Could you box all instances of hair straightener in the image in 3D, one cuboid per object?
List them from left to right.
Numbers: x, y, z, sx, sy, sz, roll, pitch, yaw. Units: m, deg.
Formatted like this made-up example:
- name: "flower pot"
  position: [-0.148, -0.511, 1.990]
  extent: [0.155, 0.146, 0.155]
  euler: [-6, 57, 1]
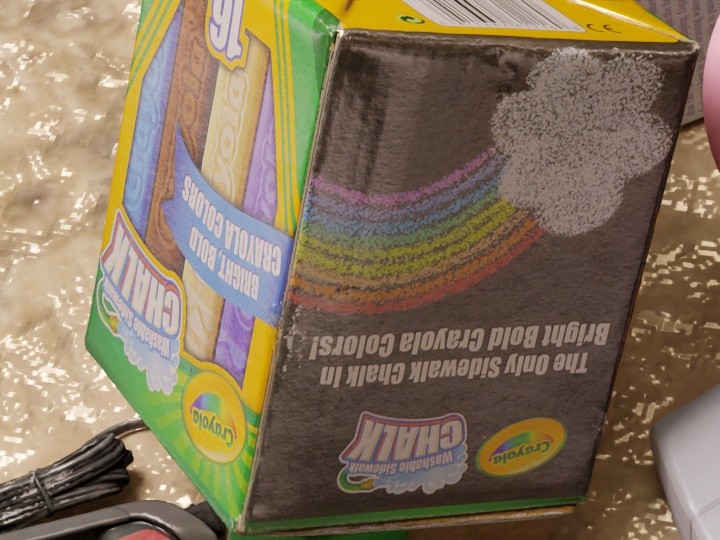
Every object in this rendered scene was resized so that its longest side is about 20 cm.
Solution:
- name: "hair straightener"
  position: [-0.121, 0.081, 0.907]
  extent: [0.200, 0.041, 0.077]
  euler: [-24, 52, -11]

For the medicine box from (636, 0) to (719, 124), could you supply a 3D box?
- name: "medicine box"
  position: [0.024, -0.123, 1.001]
  extent: [0.200, 0.103, 0.182]
  euler: [-22, 52, -5]

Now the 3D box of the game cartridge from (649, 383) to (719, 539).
- name: "game cartridge"
  position: [0.181, 0.091, 0.847]
  extent: [0.133, 0.042, 0.200]
  euler: [-28, 52, -16]

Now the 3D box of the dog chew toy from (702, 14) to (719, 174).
- name: "dog chew toy"
  position: [0.186, -0.018, 0.838]
  extent: [0.124, 0.125, 0.200]
  euler: [-25, 60, -8]

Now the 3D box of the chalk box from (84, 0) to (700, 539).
- name: "chalk box"
  position: [0.000, 0.000, 0.859]
  extent: [0.124, 0.200, 0.124]
  euler: [-1, 27, -29]
